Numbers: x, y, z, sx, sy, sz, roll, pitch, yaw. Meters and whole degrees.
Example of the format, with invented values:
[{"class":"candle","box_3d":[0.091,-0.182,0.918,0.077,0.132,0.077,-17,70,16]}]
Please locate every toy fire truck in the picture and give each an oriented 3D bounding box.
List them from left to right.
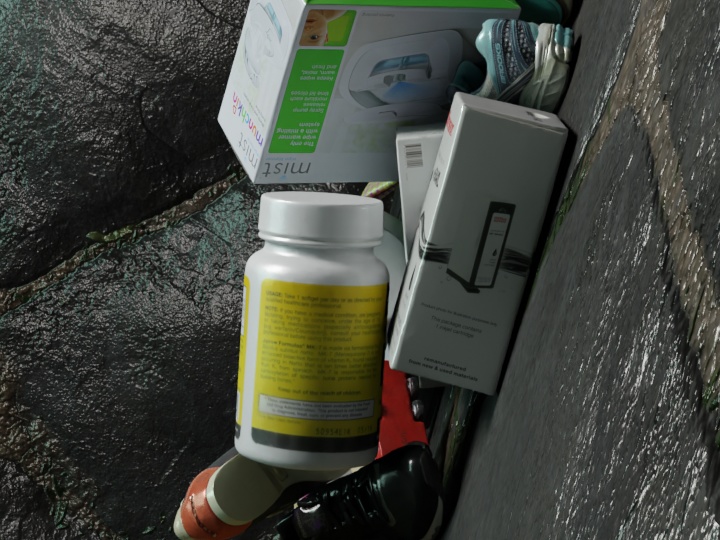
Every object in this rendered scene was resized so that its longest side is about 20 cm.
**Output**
[{"class":"toy fire truck","box_3d":[0.013,0.153,1.744,0.142,0.048,0.201,111,157,-45]}]

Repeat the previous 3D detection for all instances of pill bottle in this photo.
[{"class":"pill bottle","box_3d":[-0.035,0.044,1.553,0.114,0.113,0.202,-94,8,-83]},{"class":"pill bottle","box_3d":[0.000,0.000,1.779,0.200,0.111,0.113,-125,51,-87]}]

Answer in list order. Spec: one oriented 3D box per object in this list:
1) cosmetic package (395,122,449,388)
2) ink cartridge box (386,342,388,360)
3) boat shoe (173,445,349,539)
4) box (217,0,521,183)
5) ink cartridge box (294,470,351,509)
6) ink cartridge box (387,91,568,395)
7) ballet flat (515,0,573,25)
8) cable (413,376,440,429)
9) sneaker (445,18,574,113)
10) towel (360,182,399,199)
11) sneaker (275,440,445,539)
[{"class":"cosmetic package","box_3d":[0.061,-0.014,1.628,0.083,0.050,0.202,-98,3,-80]},{"class":"ink cartridge box","box_3d":[0.037,0.120,2.137,0.200,0.040,0.202,-109,35,-86]},{"class":"boat shoe","box_3d":[-0.072,0.163,1.636,0.063,0.071,0.200,-39,-6,39]},{"class":"box","box_3d":[0.004,-0.168,1.660,0.097,0.199,0.177,58,140,43]},{"class":"ink cartridge box","box_3d":[-0.024,0.185,1.939,0.117,0.067,0.202,-61,-32,-70]},{"class":"ink cartridge box","box_3d":[0.085,-0.025,1.510,0.146,0.084,0.202,-87,12,-82]},{"class":"ballet flat","box_3d":[0.146,-0.231,1.725,0.063,0.067,0.200,-64,1,-11]},{"class":"cable","box_3d":[0.033,0.154,1.912,0.163,0.050,0.202,121,164,-81]},{"class":"sneaker","box_3d":[0.109,-0.132,1.643,0.201,0.086,0.078,109,177,-48]},{"class":"towel","box_3d":[0.085,-0.140,1.849,0.143,0.023,0.200,-27,21,39]},{"class":"sneaker","box_3d":[-0.003,0.194,1.587,0.200,0.087,0.076,-45,59,58]}]
